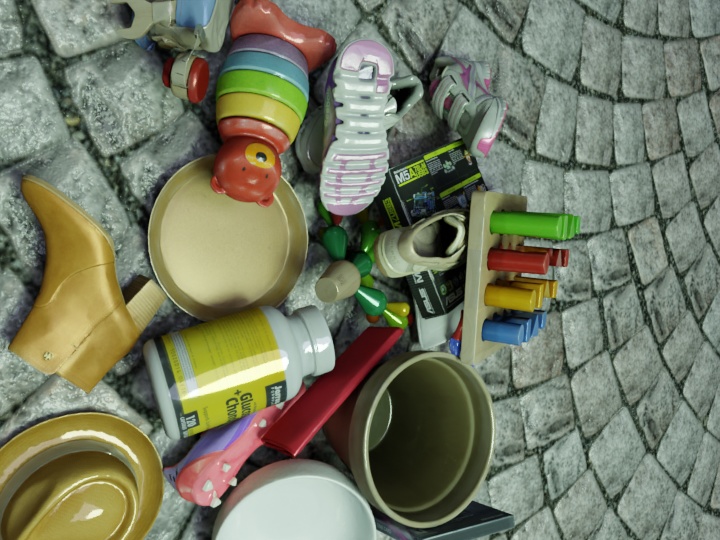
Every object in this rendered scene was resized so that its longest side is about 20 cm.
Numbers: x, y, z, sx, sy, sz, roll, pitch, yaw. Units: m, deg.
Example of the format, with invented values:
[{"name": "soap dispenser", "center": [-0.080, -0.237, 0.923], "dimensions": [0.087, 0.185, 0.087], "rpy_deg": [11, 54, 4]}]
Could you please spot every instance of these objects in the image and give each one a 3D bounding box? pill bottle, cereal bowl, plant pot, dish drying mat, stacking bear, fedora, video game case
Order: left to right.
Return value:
[{"name": "fedora", "center": [-0.295, 0.248, 0.668], "dimensions": [0.198, 0.081, 0.204], "rpy_deg": [-1, 93, -31]}, {"name": "plant pot", "center": [-0.156, -0.037, 0.775], "dimensions": [0.198, 0.027, 0.203], "rpy_deg": [-2, 94, -32]}, {"name": "pill bottle", "center": [-0.134, 0.105, 0.731], "dimensions": [0.198, 0.112, 0.114], "rpy_deg": [-16, 101, -21]}, {"name": "stacking bear", "center": [-0.113, -0.175, 0.730], "dimensions": [0.120, 0.113, 0.203], "rpy_deg": [18, 75, -31]}, {"name": "cereal bowl", "center": [-0.083, 0.312, 0.786], "dimensions": [0.197, 0.083, 0.203], "rpy_deg": [-5, 109, -14]}, {"name": "dish drying mat", "center": [-0.030, 0.137, 0.769], "dimensions": [0.200, 0.076, 0.018], "rpy_deg": [-44, 109, -29]}, {"name": "plant pot", "center": [0.042, 0.196, 0.820], "dimensions": [0.198, 0.173, 0.203], "rpy_deg": [1, 89, -32]}, {"name": "video game case", "center": [0.077, 0.311, 0.833], "dimensions": [0.141, 0.199, 0.019], "rpy_deg": [0, 86, -31]}]

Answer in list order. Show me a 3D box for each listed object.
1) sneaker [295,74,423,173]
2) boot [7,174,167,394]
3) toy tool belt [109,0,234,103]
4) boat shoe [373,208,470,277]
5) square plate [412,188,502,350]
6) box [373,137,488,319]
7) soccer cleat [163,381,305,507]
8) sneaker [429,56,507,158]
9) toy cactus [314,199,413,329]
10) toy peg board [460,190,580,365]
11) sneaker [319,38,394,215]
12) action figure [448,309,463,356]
[{"name": "sneaker", "center": [0.000, -0.196, 0.834], "dimensions": [0.200, 0.081, 0.076], "rpy_deg": [-41, 114, -22]}, {"name": "boot", "center": [-0.306, 0.020, 0.658], "dimensions": [0.144, 0.070, 0.202], "rpy_deg": [-51, 121, -22]}, {"name": "toy tool belt", "center": [-0.206, -0.287, 0.696], "dimensions": [0.121, 0.125, 0.203], "rpy_deg": [13, 81, 0]}, {"name": "boat shoe", "center": [0.102, -0.037, 0.768], "dimensions": [0.199, 0.065, 0.073], "rpy_deg": [-14, 89, -44]}, {"name": "square plate", "center": [0.146, -0.006, 0.963], "dimensions": [0.198, 0.028, 0.201], "rpy_deg": [-15, 100, -30]}, {"name": "box", "center": [0.114, -0.064, 0.866], "dimensions": [0.199, 0.047, 0.195], "rpy_deg": [-31, 98, -45]}, {"name": "soccer cleat", "center": [-0.144, 0.191, 0.775], "dimensions": [0.200, 0.076, 0.067], "rpy_deg": [-45, 140, -39]}, {"name": "sneaker", "center": [0.137, -0.226, 0.887], "dimensions": [0.087, 0.201, 0.082], "rpy_deg": [10, 131, -15]}, {"name": "toy cactus", "center": [0.000, 0.000, 0.811], "dimensions": [0.202, 0.101, 0.165], "rpy_deg": [67, 27, -8]}, {"name": "toy peg board", "center": [0.208, 0.007, 0.811], "dimensions": [0.199, 0.097, 0.202], "rpy_deg": [-8, 102, -61]}, {"name": "sneaker", "center": [-0.012, -0.168, 0.766], "dimensions": [0.079, 0.088, 0.203], "rpy_deg": [0, 110, -21]}, {"name": "action figure", "center": [0.153, 0.168, 0.944], "dimensions": [0.098, 0.065, 0.202], "rpy_deg": [20, 96, -35]}]
